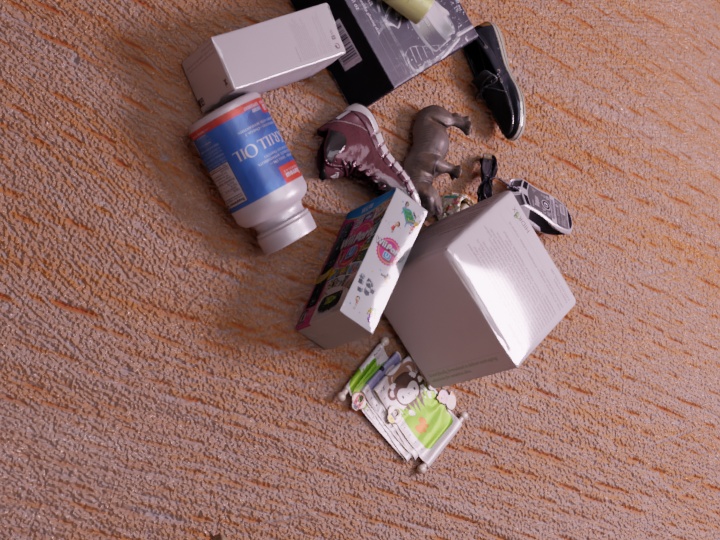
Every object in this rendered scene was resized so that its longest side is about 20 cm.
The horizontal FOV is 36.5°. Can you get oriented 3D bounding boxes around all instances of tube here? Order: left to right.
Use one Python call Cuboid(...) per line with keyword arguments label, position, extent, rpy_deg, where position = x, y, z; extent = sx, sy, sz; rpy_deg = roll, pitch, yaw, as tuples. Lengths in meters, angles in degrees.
Cuboid(label="tube", position=(0.015, -0.424, 1.532), extent=(0.199, 0.052, 0.058), rpy_deg=(34, 23, -15))

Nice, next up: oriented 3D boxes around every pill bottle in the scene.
Cuboid(label="pill bottle", position=(-0.140, -0.129, 1.480), extent=(0.112, 0.112, 0.202), rpy_deg=(-33, 98, -32))

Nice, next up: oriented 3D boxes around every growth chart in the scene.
Cuboid(label="growth chart", position=(0.067, 0.194, 1.598), extent=(0.200, 0.018, 0.145), rpy_deg=(45, 60, -17))

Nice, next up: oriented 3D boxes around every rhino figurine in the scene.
Cuboid(label="rhino figurine", position=(0.110, -0.164, 1.670), extent=(0.086, 0.060, 0.203), rpy_deg=(17, 71, -6))

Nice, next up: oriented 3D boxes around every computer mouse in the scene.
Cuboid(label="computer mouse", position=(0.260, -0.107, 1.757), extent=(0.199, 0.044, 0.111), rpy_deg=(30, 41, -25))

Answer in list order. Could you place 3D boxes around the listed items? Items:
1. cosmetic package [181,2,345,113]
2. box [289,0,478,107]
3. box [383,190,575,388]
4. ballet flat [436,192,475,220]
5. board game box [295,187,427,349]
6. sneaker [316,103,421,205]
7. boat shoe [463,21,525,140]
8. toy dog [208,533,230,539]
Cuboid(label="cosmetic package", position=(-0.134, -0.295, 1.518), extent=(0.199, 0.112, 0.082), rpy_deg=(-24, 93, -35))
Cuboid(label="box", position=(0.036, -0.378, 1.634), extent=(0.196, 0.123, 0.202), rpy_deg=(-36, 99, -33))
Cuboid(label="box", position=(0.158, 0.031, 1.574), extent=(0.171, 0.198, 0.201), rpy_deg=(-39, 100, -36))
Cuboid(label="ballet flat", position=(0.194, -0.042, 1.697), extent=(0.200, 0.064, 0.076), rpy_deg=(44, 61, -18))
Cuboid(label="board game box", position=(0.000, 0.000, 1.520), extent=(0.064, 0.147, 0.202), rpy_deg=(34, 64, -18))
Cuboid(label="sneaker", position=(-0.001, -0.136, 1.598), extent=(0.115, 0.076, 0.202), rpy_deg=(-29, 85, -27))
Cuboid(label="boat shoe", position=(0.212, -0.303, 1.758), extent=(0.062, 0.074, 0.203), rpy_deg=(-12, 82, -27))
Cuboid(label="toy dog", position=(-0.171, 0.433, 1.356), extent=(0.130, 0.096, 0.203), rpy_deg=(17, 72, -27))
